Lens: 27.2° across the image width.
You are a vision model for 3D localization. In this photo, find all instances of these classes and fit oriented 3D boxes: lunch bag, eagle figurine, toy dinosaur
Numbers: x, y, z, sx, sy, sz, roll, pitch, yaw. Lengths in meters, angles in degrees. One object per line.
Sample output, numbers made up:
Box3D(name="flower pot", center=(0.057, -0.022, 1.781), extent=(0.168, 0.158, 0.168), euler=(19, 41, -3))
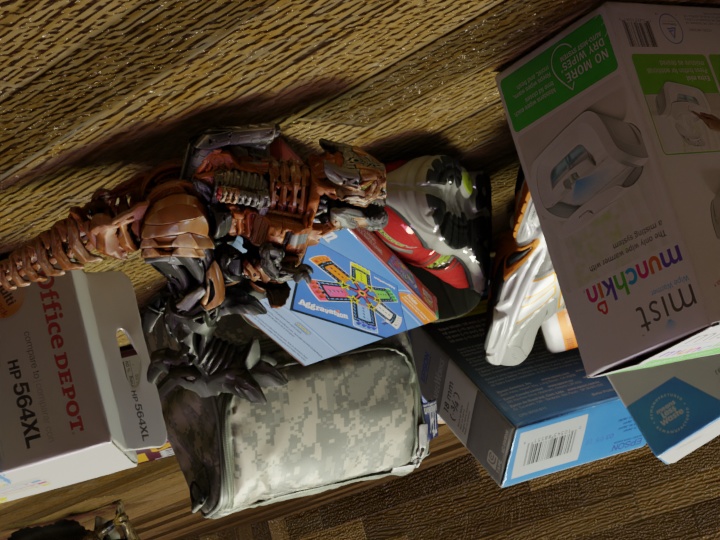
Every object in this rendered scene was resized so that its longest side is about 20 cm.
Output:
Box3D(name="lunch bag", center=(-0.054, 0.090, 1.132), extent=(0.198, 0.170, 0.139), euler=(-10, 167, -29))
Box3D(name="eagle figurine", center=(-0.440, 0.446, 2.319), extent=(0.199, 0.152, 0.152), euler=(-29, 135, -16))
Box3D(name="toy dinosaur", center=(-0.085, -0.016, 0.789), extent=(0.198, 0.103, 0.137), euler=(4, 128, 14))

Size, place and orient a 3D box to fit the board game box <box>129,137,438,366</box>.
Box3D(name="board game box", center=(-0.041, -0.005, 0.899), extent=(0.102, 0.020, 0.200), euler=(-19, 144, 21))

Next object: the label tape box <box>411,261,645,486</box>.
Box3D(name="label tape box", center=(0.125, 0.077, 1.217), extent=(0.143, 0.200, 0.064), euler=(-11, 127, -27))

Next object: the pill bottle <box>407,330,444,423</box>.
Box3D(name="pill bottle", center=(0.099, 0.071, 1.384), extent=(0.111, 0.113, 0.200), euler=(-12, 167, -18))

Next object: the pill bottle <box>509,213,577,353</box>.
Box3D(name="pill bottle", center=(0.223, -0.017, 1.143), extent=(0.198, 0.115, 0.114), euler=(-16, 168, 5))

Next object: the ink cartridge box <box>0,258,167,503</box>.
Box3D(name="ink cartridge box", center=(-0.230, 0.073, 0.927), extent=(0.198, 0.130, 0.125), euler=(-16, 168, -4))

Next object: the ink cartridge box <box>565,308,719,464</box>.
Box3D(name="ink cartridge box", center=(0.204, 0.017, 1.030), extent=(0.115, 0.201, 0.067), euler=(-34, 160, 11))

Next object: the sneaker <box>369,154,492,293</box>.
Box3D(name="sneaker", center=(0.038, -0.034, 0.975), extent=(0.084, 0.078, 0.200), euler=(-2, 166, 18))

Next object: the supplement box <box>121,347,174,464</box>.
Box3D(name="supplement box", center=(-0.129, 0.102, 1.287), extent=(0.198, 0.087, 0.110), euler=(-14, 168, -7))

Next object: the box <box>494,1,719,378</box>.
Box3D(name="box", center=(0.197, -0.047, 0.824), extent=(0.199, 0.178, 0.096), euler=(-7, 165, -40))

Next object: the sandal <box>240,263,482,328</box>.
Box3D(name="sandal", center=(-0.001, -0.001, 1.055), extent=(0.199, 0.081, 0.057), euler=(-4, -177, -25))

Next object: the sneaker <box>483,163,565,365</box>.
Box3D(name="sneaker", center=(0.135, -0.004, 0.969), extent=(0.091, 0.076, 0.201), euler=(11, 137, -1))
